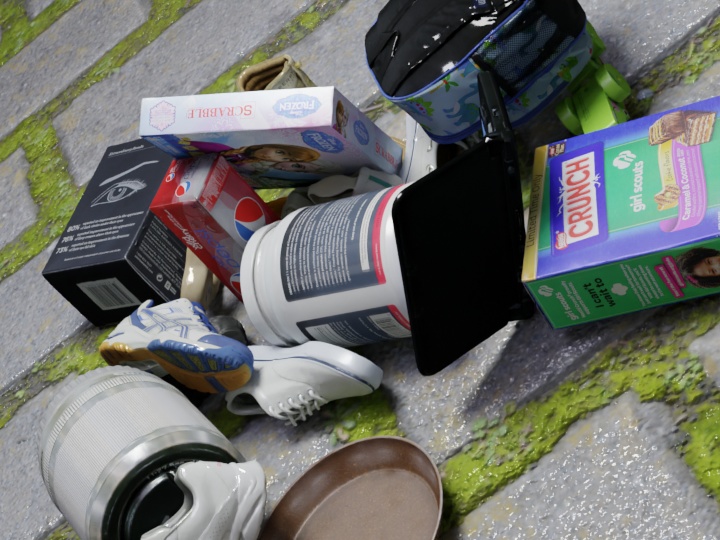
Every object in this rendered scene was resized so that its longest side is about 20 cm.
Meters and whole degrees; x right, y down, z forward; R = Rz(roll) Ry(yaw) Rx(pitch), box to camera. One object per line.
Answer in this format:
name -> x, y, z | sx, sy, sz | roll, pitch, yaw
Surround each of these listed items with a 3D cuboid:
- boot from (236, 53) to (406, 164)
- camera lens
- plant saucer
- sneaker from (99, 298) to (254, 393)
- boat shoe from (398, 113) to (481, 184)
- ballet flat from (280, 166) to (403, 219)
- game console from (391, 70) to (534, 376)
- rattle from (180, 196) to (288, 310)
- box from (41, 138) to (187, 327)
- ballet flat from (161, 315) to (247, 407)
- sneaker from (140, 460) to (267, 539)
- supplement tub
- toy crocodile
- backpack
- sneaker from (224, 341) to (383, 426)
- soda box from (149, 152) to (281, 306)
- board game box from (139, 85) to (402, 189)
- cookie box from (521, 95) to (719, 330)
boot -> -0.034, -0.153, 1.756 | 0.073, 0.156, 0.200 | -52, 36, -15
camera lens -> -0.201, 0.191, 1.546 | 0.160, 0.160, 0.200 | -46, 35, -6
plant saucer -> -0.006, 0.233, 1.421 | 0.199, 0.034, 0.201 | -27, 38, 23
sneaker -> -0.171, 0.063, 1.635 | 0.199, 0.075, 0.088 | 6, 50, 41
boat shoe -> 0.089, -0.123, 1.676 | 0.086, 0.075, 0.203 | -13, 47, 36
ballet flat -> -0.036, -0.065, 1.679 | 0.199, 0.069, 0.070 | -20, 38, 49
game console -> 0.084, -0.043, 1.458 | 0.116, 0.201, 0.176 | -10, 38, 0
rattle -> -0.129, 0.012, 1.773 | 0.130, 0.142, 0.201 | 121, 161, -54
box -> -0.247, -0.050, 1.901 | 0.147, 0.104, 0.201 | -8, 46, 40
ballet flat -> -0.195, 0.123, 1.710 | 0.200, 0.067, 0.057 | -40, 21, -6
sneaker -> -0.144, 0.257, 1.431 | 0.078, 0.099, 0.201 | 155, 125, -71
supplement tub -> 0.000, 0.000, 1.571 | 0.199, 0.140, 0.141 | -11, 45, 37
toy crocodile -> 0.223, -0.180, 1.624 | 0.067, 0.062, 0.201 | -44, 35, 23
backpack -> 0.115, -0.220, 1.606 | 0.200, 0.147, 0.183 | -39, 36, 17
sneaker -> -0.055, 0.113, 1.578 | 0.199, 0.073, 0.071 | -7, 56, 52
soda box -> -0.117, -0.028, 1.664 | 0.070, 0.200, 0.064 | -7, 47, 39
board game box -> -0.083, -0.125, 1.635 | 0.198, 0.200, 0.041 | -2, 77, 21
cookie box -> 0.246, -0.051, 1.426 | 0.199, 0.075, 0.172 | -15, 42, 25
